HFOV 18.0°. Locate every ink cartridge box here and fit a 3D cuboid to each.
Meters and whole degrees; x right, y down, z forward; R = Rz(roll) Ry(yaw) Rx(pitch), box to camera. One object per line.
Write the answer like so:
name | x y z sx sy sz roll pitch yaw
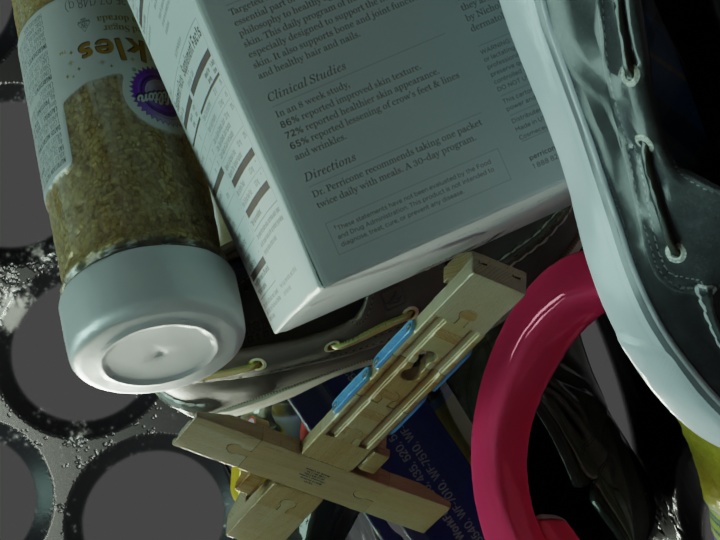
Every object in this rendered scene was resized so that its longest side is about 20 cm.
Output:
ink cartridge box | 0.041 0.085 1.042 0.198 0.047 0.200 56 -168 -1

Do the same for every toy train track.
toy train track | 0.002 0.047 0.890 0.200 0.114 0.033 -48 28 44

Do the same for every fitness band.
fitness band | 0.106 0.079 0.826 0.200 0.037 0.144 54 127 47

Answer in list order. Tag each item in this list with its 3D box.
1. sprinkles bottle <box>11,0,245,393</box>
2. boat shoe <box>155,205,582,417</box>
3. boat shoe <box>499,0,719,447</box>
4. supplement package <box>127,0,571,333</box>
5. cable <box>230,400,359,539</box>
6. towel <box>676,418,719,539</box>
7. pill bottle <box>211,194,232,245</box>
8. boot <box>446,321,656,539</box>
sprinkles bottle | -0.096 -0.052 0.897 0.068 0.068 0.200 85 172 -60
boat shoe | 0.000 0.000 0.912 0.060 0.200 0.072 45 -157 -68
boat shoe | 0.108 -0.034 0.702 0.066 0.070 0.200 -7 109 50
supplement package | 0.004 -0.104 0.811 0.151 0.151 0.200 136 110 -79
cable | -0.041 0.139 1.039 0.050 0.200 0.097 21 -169 26
towel | 0.167 0.140 0.870 0.144 0.023 0.200 -129 19 -55
pill bottle | -0.052 -0.045 1.079 0.200 0.111 0.111 -29 -82 -60
boot | 0.068 0.047 0.970 0.200 0.068 0.131 58 -172 4
